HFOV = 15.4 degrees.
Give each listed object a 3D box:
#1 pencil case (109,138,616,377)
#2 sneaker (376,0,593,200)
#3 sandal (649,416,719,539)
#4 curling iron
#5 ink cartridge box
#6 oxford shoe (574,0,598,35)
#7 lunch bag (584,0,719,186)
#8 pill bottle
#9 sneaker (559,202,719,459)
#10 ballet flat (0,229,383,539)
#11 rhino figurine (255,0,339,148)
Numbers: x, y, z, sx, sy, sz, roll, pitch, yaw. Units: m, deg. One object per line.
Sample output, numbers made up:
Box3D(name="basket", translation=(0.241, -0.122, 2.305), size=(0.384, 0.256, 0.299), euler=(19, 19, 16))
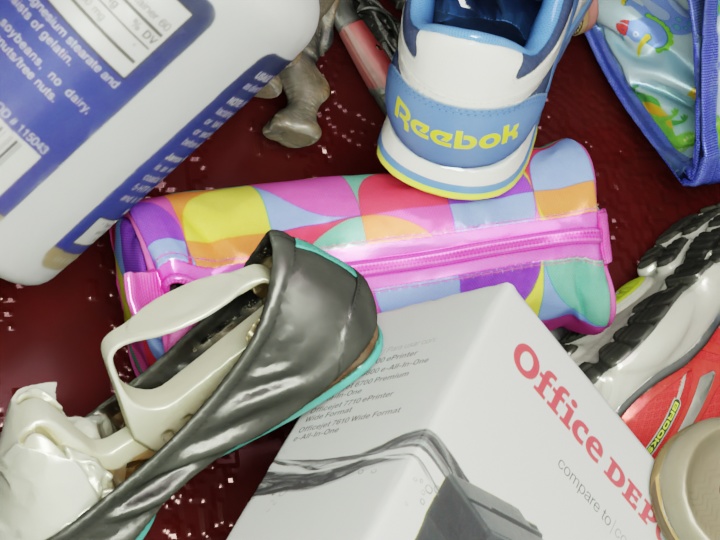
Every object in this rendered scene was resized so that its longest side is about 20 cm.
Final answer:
Box3D(name="pencil case", translation=(0.000, 0.000, 1.025), size=(0.200, 0.088, 0.089), euler=(-10, 71, -16))
Box3D(name="sneaker", translation=(0.058, -0.123, 1.027), size=(0.074, 0.082, 0.200), euler=(10, 53, 5))
Box3D(name="sandal", translation=(0.190, 0.121, 0.941), size=(0.200, 0.054, 0.080), euler=(42, 54, 7))
Box3D(name="curling iron", translation=(0.046, -0.040, 1.102), size=(0.050, 0.026, 0.200), euler=(-22, 77, -24))
Box3D(name="ink cartridge box", translation=(0.027, 0.126, 0.930), size=(0.145, 0.084, 0.200), euler=(50, 49, -23))
Box3D(name="oxford shoe", translation=(0.015, -0.160, 1.126), size=(0.200, 0.070, 0.075), euler=(44, 70, 11))
Box3D(name="lunch bag", translation=(0.181, -0.146, 1.150), size=(0.170, 0.127, 0.200), euler=(-14, 85, -26))
Box3D(name="pill bottle", translation=(-0.085, -0.101, 0.960), size=(0.200, 0.120, 0.120), euler=(-41, 84, 9))
Box3D(name="sneaker", translation=(0.150, 0.029, 1.098), size=(0.200, 0.077, 0.085), euler=(-38, 107, -31))
Box3D(name="ballet flat", translation=(-0.084, 0.056, 0.949), size=(0.200, 0.068, 0.068), euler=(-41, 121, 1))
Box3D(name="rhino figurine", translation=(-0.100, -0.121, 1.066), size=(0.200, 0.060, 0.088), euler=(17, 63, -6))
